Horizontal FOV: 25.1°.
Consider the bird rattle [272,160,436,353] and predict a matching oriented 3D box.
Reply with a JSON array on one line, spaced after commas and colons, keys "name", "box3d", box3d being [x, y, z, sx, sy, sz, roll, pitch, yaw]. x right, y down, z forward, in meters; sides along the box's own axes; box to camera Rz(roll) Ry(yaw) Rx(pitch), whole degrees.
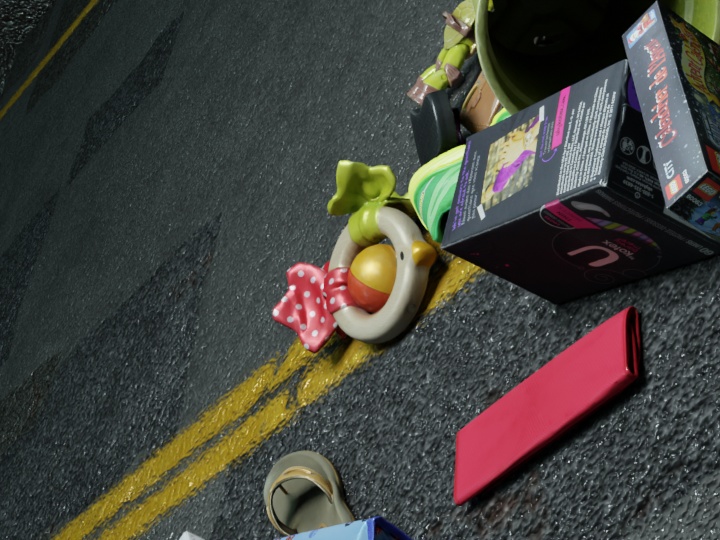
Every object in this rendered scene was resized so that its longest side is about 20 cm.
[{"name": "bird rattle", "box3d": [0.000, 0.000, 1.545, 0.201, 0.112, 0.163, -58, 39, 12]}]

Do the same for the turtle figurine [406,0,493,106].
[{"name": "turtle figurine", "box3d": [0.109, -0.231, 1.624, 0.162, 0.064, 0.200, -57, 23, 8]}]

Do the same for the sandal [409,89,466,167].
[{"name": "sandal", "box3d": [0.081, -0.127, 1.545, 0.200, 0.048, 0.076, 155, 103, -85]}]

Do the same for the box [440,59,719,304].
[{"name": "box", "box3d": [0.171, -0.060, 1.220, 0.200, 0.122, 0.107, -22, 48, 56]}]

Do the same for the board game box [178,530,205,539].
[{"name": "board game box", "box3d": [-0.176, 0.354, 1.562, 0.127, 0.035, 0.200, -56, 23, 9]}]

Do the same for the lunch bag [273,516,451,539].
[{"name": "lunch bag", "box3d": [-0.012, 0.304, 1.238, 0.150, 0.094, 0.201, -23, 52, 51]}]

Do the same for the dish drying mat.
[{"name": "dish drying mat", "box3d": [0.140, 0.105, 1.232, 0.200, 0.018, 0.077, -43, 28, 37]}]

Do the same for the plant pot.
[{"name": "plant pot", "box3d": [0.173, -0.222, 1.332, 0.201, 0.200, 0.184, -55, 19, 11]}]

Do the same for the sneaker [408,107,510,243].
[{"name": "sneaker", "box3d": [0.130, -0.088, 1.432, 0.200, 0.074, 0.084, -36, 60, 37]}]

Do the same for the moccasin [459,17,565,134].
[{"name": "moccasin", "box3d": [0.158, -0.211, 1.488, 0.078, 0.073, 0.202, 40, 109, 41]}]

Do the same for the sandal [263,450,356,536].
[{"name": "sandal", "box3d": [-0.053, 0.213, 1.451, 0.081, 0.054, 0.200, -57, 23, 7]}]

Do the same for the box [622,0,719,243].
[{"name": "box", "box3d": [0.249, -0.081, 1.074, 0.038, 0.136, 0.201, -45, 28, 30]}]
